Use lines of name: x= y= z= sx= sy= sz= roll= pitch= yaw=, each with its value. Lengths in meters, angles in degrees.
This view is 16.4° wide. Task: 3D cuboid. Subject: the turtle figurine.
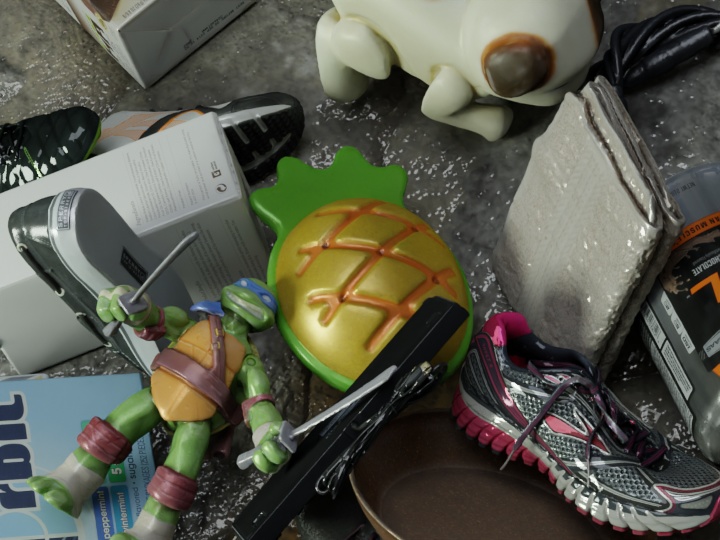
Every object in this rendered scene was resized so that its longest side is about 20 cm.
turtle figurine: x=-0.115 y=0.082 z=1.567 sx=0.195 sy=0.144 sz=0.200 roll=-56 pitch=25 yaw=-6

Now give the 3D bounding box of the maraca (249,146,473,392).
maraca: x=0.000 y=0.000 z=1.673 sx=0.136 sy=0.107 sz=0.201 roll=-9 pitch=57 yaw=-20

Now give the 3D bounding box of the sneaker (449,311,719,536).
sneaker: x=0.143 y=0.099 z=1.562 sx=0.199 sy=0.075 sz=0.080 roll=28 pitch=29 yaw=25

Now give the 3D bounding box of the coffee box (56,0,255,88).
coffee box: x=-0.187 y=-0.247 z=1.898 sx=0.113 sy=0.080 sz=0.200 roll=-40 pitch=58 yaw=-11

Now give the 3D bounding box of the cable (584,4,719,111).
cable: x=0.220 y=-0.105 z=1.720 sx=0.162 sy=0.051 sz=0.201 roll=24 pitch=68 yaw=26

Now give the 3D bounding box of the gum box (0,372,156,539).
gum box: x=-0.230 y=0.154 z=1.628 sx=0.198 sy=0.045 sz=0.171 roll=-2 pitch=58 yaw=-15

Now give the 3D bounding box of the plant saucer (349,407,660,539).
plant saucer: x=0.086 y=0.153 z=1.552 sx=0.199 sy=0.037 sz=0.201 roll=11 pitch=27 yaw=-6

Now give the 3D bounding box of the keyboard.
keyboard: x=-0.002 y=0.097 z=1.539 sx=0.021 sy=0.127 sz=0.200 roll=41 pitch=86 yaw=-10

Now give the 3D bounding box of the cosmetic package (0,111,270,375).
cosmetic package: x=-0.170 y=-0.017 z=1.733 sx=0.198 sy=0.108 sz=0.085 roll=-19 pitch=55 yaw=1

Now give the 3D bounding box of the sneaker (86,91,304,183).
sneaker: x=-0.138 y=-0.093 z=1.793 sx=0.198 sy=0.074 sz=0.080 roll=-19 pitch=54 yaw=2

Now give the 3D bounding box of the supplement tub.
supplement tub: x=0.244 y=0.041 z=1.578 sx=0.122 sy=0.123 sz=0.201 roll=-24 pitch=56 yaw=-1

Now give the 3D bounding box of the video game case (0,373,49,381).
video game case: x=-0.279 y=0.164 z=1.649 sx=0.180 sy=0.023 sz=0.201 roll=-4 pitch=57 yaw=-17

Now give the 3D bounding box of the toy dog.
toy dog: x=0.080 y=-0.183 z=1.728 sx=0.199 sy=0.195 sz=0.140 roll=24 pitch=54 yaw=33

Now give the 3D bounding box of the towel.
towel: x=0.141 y=-0.014 z=1.604 sx=0.034 sy=0.201 sz=0.133 roll=-7 pitch=51 yaw=-23

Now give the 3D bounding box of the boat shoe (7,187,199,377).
boat shoe: x=-0.165 y=0.014 z=1.661 sx=0.056 sy=0.200 sz=0.069 roll=-7 pitch=51 yaw=24

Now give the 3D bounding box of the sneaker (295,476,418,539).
sneaker: x=0.013 y=0.190 z=1.540 sx=0.200 sy=0.115 sz=0.076 roll=37 pitch=105 yaw=30

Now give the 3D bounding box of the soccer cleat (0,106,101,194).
soccer cleat: x=-0.270 y=-0.071 z=1.768 sx=0.199 sy=0.081 sz=0.068 roll=-24 pitch=42 yaw=30
